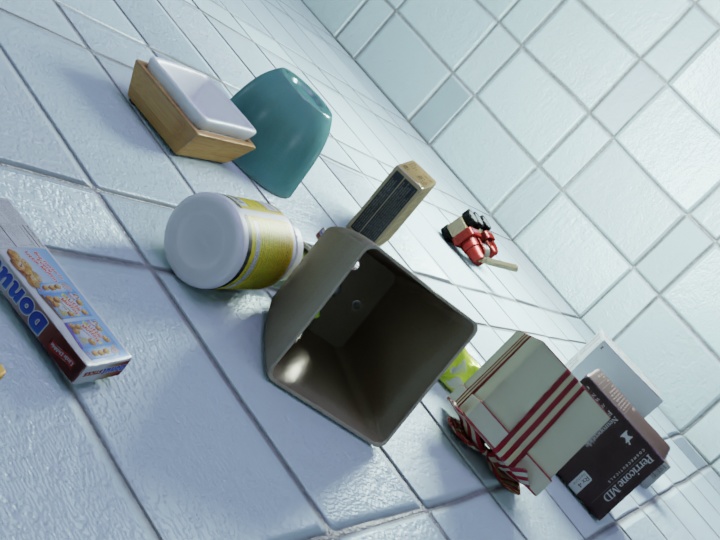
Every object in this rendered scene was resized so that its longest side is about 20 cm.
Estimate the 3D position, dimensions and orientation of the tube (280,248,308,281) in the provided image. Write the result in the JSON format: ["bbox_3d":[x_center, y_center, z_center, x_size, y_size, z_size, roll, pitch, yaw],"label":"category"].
[{"bbox_3d":[-0.096,-0.016,1.474,0.200,0.051,0.059,-9,89,-79],"label":"tube"}]

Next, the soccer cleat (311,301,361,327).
[{"bbox_3d":[-0.057,0.048,1.414,0.083,0.066,0.199,19,3,33],"label":"soccer cleat"}]

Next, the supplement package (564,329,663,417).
[{"bbox_3d":[0.588,0.275,2.344,0.200,0.156,0.111,45,14,2],"label":"supplement package"}]

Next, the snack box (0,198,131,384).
[{"bbox_3d":[-0.287,0.014,0.881,0.201,0.024,0.072,49,14,12],"label":"snack box"}]

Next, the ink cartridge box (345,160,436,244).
[{"bbox_3d":[0.064,-0.133,1.982,0.075,0.165,0.200,42,14,3],"label":"ink cartridge box"}]

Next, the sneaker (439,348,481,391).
[{"bbox_3d":[0.154,0.154,1.678,0.201,0.075,0.105,51,2,-6],"label":"sneaker"}]

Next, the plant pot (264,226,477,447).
[{"bbox_3d":[-0.009,0.061,1.253,0.199,0.201,0.177,36,7,-30],"label":"plant pot"}]

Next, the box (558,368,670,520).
[{"bbox_3d":[0.436,0.313,1.812,0.201,0.166,0.164,48,14,16],"label":"box"}]

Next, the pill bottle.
[{"bbox_3d":[-0.150,-0.033,1.238,0.113,0.113,0.199,49,15,16],"label":"pill bottle"}]

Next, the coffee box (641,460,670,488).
[{"bbox_3d":[0.590,0.382,2.216,0.199,0.080,0.115,39,16,-23],"label":"coffee box"}]

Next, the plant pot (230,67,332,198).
[{"bbox_3d":[-0.145,-0.258,1.755,0.200,0.161,0.201,41,16,-14],"label":"plant pot"}]

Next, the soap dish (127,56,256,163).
[{"bbox_3d":[-0.264,-0.246,1.552,0.158,0.081,0.199,49,15,13],"label":"soap dish"}]

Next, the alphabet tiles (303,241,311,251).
[{"bbox_3d":[-0.079,-0.033,1.525,0.166,0.006,0.200,39,0,-31],"label":"alphabet tiles"}]

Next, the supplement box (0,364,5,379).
[{"bbox_3d":[-0.269,0.088,0.420,0.109,0.200,0.109,43,15,-1],"label":"supplement box"}]

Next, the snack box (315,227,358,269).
[{"bbox_3d":[0.000,0.000,1.710,0.199,0.024,0.072,38,16,-42],"label":"snack box"}]

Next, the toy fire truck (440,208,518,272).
[{"bbox_3d":[0.330,-0.055,2.623,0.202,0.128,0.175,62,19,17],"label":"toy fire truck"}]

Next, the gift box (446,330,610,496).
[{"bbox_3d":[0.239,0.214,1.489,0.185,0.187,0.200,46,0,0],"label":"gift box"}]
